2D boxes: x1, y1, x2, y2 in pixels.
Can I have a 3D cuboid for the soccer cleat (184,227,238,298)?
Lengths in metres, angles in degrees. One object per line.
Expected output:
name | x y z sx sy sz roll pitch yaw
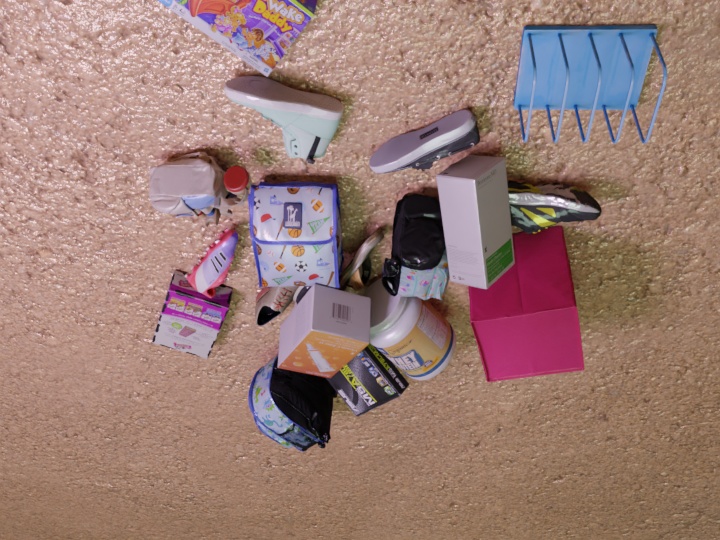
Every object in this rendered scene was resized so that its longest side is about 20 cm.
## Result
soccer cleat | -0.285 -0.014 1.457 0.076 0.067 0.199 42 133 -9

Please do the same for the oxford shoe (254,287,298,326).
oxford shoe | -0.157 0.049 1.509 0.070 0.076 0.200 26 131 -20

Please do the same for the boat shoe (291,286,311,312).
boat shoe | -0.099 0.065 1.499 0.067 0.072 0.201 37 153 12

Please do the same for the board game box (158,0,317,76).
board game box | -0.182 -0.399 1.065 0.198 0.045 0.134 30 131 -24

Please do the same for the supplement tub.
supplement tub | 0.094 0.120 1.510 0.143 0.147 0.200 -26 129 29

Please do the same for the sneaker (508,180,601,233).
sneaker | 0.328 -0.107 1.295 0.195 0.075 0.086 9 121 9

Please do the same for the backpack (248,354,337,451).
backpack | -0.173 0.312 1.710 0.146 0.185 0.200 -31 121 31

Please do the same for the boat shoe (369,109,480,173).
boat shoe | 0.112 -0.204 1.232 0.197 0.071 0.067 -25 129 18

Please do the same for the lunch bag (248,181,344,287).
lunch bag | -0.118 -0.071 1.352 0.166 0.125 0.203 1 126 2

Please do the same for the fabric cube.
fabric cube | 0.314 0.068 1.395 0.195 0.202 0.198 -8 137 14

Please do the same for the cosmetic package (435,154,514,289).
cosmetic package | 0.201 -0.086 1.255 0.084 0.107 0.204 14 127 39

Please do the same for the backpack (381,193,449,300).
backpack | 0.111 -0.023 1.353 0.124 0.170 0.201 12 150 7

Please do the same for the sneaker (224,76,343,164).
sneaker | -0.136 -0.243 1.199 0.196 0.075 0.120 13 130 -12

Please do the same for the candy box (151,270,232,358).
candy box | -0.372 0.101 1.596 0.134 0.062 0.201 19 134 -14

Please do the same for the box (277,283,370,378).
box | -0.074 0.125 1.431 0.122 0.099 0.200 13 148 -20

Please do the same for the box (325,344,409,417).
box | -0.012 0.214 1.600 0.201 0.047 0.193 51 139 -2

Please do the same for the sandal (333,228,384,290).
sandal | 0.000 0.000 1.437 0.054 0.081 0.201 37 127 0

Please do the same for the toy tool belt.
toy tool belt | -0.275 -0.145 1.308 0.195 0.128 0.123 -2 168 13

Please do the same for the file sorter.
file sorter | 0.342 -0.274 1.091 0.195 0.124 0.140 1 138 4
